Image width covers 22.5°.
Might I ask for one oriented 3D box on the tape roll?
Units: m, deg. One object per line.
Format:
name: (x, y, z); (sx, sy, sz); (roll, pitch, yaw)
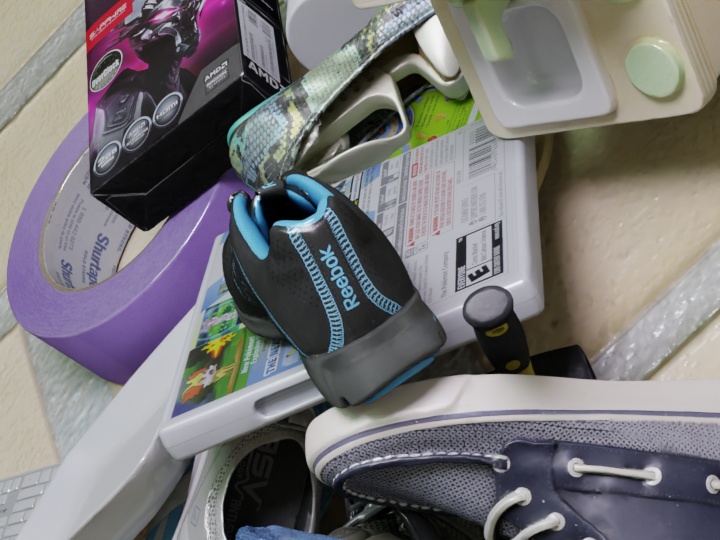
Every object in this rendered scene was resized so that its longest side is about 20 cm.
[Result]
tape roll: (-0.130, -0.032, 1.126); (0.200, 0.066, 0.201); (-28, 44, 31)

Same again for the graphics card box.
graphics card box: (-0.107, -0.132, 1.086); (0.125, 0.051, 0.201); (-34, 42, 23)

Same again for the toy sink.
toy sink: (0.112, -0.137, 0.853); (0.130, 0.112, 0.200); (-6, 28, 44)

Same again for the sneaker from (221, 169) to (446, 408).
sneaker: (-0.021, -0.011, 0.769); (0.073, 0.082, 0.200); (-32, 18, -10)

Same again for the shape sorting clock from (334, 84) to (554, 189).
shape sorting clock: (0.020, -0.037, 0.987); (0.199, 0.039, 0.201); (-24, 39, 21)

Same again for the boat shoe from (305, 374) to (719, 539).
boat shoe: (0.079, 0.097, 0.718); (0.199, 0.075, 0.093); (-3, 61, -1)

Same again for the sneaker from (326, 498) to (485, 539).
sneaker: (0.017, 0.115, 0.811); (0.076, 0.114, 0.200); (-38, 37, 16)

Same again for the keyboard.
keyboard: (-0.188, 0.141, 1.095); (0.199, 0.011, 0.057); (-18, 49, 38)

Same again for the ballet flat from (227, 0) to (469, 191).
ballet flat: (0.021, -0.103, 0.980); (0.200, 0.074, 0.074); (-41, 38, 2)

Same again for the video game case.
video game case: (0.000, 0.000, 0.863); (0.182, 0.022, 0.200); (-23, 24, 15)

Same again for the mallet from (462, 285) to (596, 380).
mallet: (0.055, 0.043, 0.760); (0.066, 0.200, 0.041); (-23, 71, 11)

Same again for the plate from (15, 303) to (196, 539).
plate: (-0.129, 0.106, 0.962); (0.200, 0.032, 0.200); (-48, 12, 30)

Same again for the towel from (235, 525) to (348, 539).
towel: (-0.013, 0.207, 0.723); (0.111, 0.048, 0.201); (6, 97, 23)

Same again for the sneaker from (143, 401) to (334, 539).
sneaker: (-0.079, 0.146, 0.931); (0.200, 0.076, 0.081); (-56, 21, -6)

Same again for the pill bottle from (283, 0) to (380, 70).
pill bottle: (0.004, -0.213, 1.085); (0.112, 0.112, 0.201); (-24, 46, 33)

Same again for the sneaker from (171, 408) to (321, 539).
sneaker: (-0.062, 0.151, 0.848); (0.082, 0.074, 0.201); (-167, 86, -78)
